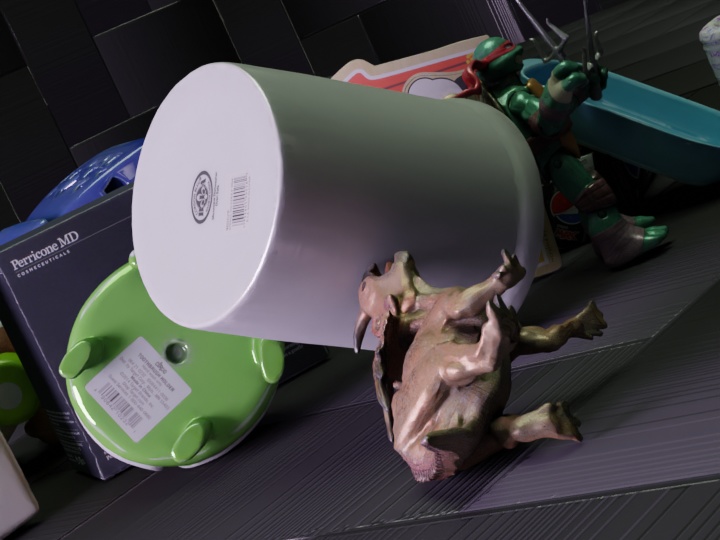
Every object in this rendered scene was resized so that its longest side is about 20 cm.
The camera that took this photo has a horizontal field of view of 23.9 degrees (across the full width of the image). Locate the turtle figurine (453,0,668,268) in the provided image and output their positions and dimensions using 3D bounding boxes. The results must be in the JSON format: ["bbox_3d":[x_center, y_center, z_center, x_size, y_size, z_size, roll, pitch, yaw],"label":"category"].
[{"bbox_3d":[0.135,-0.101,1.158,0.101,0.200,0.150,-27,9,22],"label":"turtle figurine"}]

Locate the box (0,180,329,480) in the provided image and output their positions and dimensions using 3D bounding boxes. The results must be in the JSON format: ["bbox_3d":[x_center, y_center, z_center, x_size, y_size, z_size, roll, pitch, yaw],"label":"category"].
[{"bbox_3d":[-0.159,0.028,1.281,0.200,0.182,0.104,-27,9,-20],"label":"box"}]

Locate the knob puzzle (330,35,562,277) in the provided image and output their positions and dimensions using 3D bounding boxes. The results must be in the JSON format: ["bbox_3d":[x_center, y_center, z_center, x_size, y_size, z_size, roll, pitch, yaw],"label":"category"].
[{"bbox_3d":[0.024,-0.052,1.197,0.219,0.220,0.030,-25,9,0],"label":"knob puzzle"}]

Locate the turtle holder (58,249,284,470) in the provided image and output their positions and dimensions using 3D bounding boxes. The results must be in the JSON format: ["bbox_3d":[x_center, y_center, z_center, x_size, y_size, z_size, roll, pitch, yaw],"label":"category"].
[{"bbox_3d":[-0.118,0.045,1.145,0.141,0.186,0.132,17,-12,-1],"label":"turtle holder"}]

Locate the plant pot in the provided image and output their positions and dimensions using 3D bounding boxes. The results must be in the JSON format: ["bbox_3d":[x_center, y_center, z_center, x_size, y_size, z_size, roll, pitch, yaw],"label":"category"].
[{"bbox_3d":[-0.257,-0.005,1.747,0.180,0.200,0.200,-35,12,-23],"label":"plant pot"}]

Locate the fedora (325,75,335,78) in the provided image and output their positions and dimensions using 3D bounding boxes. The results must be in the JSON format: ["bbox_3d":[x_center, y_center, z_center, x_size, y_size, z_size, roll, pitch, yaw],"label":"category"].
[{"bbox_3d":[0.034,-0.109,1.503,0.200,0.201,0.092,-20,23,32],"label":"fedora"}]

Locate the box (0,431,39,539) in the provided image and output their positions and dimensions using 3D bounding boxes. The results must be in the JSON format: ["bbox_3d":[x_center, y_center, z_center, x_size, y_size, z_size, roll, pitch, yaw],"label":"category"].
[{"bbox_3d":[-0.365,0.128,1.196,0.199,0.200,0.131,-17,12,45],"label":"box"}]

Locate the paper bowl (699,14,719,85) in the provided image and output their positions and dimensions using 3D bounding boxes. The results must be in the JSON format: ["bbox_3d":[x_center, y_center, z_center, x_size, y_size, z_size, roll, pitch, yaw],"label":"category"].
[{"bbox_3d":[0.370,-0.179,1.303,0.200,0.105,0.201,-24,9,4],"label":"paper bowl"}]

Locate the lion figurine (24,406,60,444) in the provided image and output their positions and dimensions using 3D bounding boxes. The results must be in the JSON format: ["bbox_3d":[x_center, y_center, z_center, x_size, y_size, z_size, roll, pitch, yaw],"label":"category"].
[{"bbox_3d":[-0.221,0.105,1.432,0.200,0.073,0.123,-37,12,18],"label":"lion figurine"}]

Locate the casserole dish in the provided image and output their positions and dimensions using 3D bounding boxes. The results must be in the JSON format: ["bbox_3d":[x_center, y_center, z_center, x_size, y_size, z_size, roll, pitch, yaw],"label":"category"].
[{"bbox_3d":[0.207,-0.110,1.274,0.200,0.039,0.121,23,23,23],"label":"casserole dish"}]

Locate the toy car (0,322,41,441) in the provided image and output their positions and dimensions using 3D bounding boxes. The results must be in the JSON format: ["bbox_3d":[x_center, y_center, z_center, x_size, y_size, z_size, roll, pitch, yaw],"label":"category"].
[{"bbox_3d":[-0.367,0.081,1.382,0.158,0.200,0.164,-60,13,6],"label":"toy car"}]

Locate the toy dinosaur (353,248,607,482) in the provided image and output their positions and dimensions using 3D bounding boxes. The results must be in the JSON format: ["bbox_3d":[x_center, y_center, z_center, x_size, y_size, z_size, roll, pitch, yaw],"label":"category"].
[{"bbox_3d":[0.044,0.061,0.876,0.135,0.086,0.200,-32,21,28],"label":"toy dinosaur"}]

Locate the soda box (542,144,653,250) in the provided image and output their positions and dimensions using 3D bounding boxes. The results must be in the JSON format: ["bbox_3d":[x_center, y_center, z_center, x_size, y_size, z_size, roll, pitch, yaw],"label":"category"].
[{"bbox_3d":[0.184,-0.077,1.351,0.071,0.063,0.200,-22,10,22],"label":"soda box"}]

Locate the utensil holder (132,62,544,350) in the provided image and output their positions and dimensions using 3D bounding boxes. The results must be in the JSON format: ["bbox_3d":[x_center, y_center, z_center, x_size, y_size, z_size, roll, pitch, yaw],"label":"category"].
[{"bbox_3d":[-0.017,-0.035,1.044,0.200,0.170,0.170,7,-13,-38],"label":"utensil holder"}]
